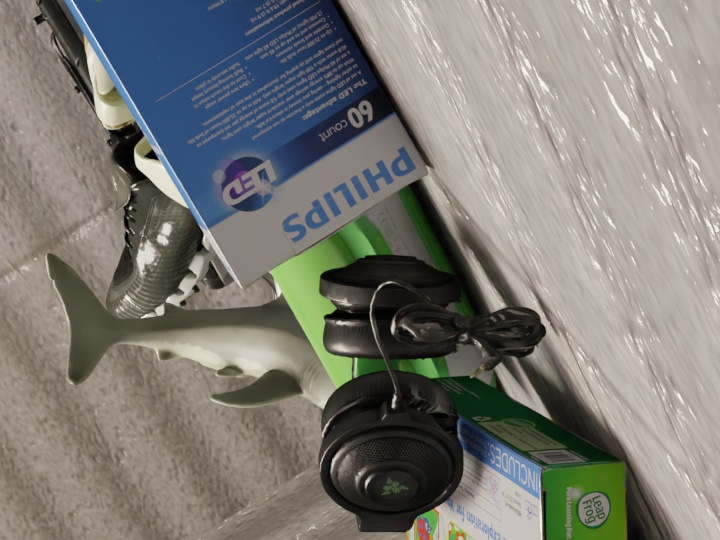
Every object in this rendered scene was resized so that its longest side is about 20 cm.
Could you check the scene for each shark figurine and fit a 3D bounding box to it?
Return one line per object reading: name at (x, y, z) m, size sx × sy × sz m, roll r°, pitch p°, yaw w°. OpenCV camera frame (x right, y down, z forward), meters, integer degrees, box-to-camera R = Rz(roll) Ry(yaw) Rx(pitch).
shark figurine at (-0.065, 0.027, 1.355) m, size 0.128 × 0.213 × 0.090 m, roll -31°, pitch -47°, yaw -69°

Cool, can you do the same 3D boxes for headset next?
headset at (0.027, 0.049, 1.074) m, size 0.200 × 0.093 × 0.124 m, roll 99°, pitch 171°, yaw -73°

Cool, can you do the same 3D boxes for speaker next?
speaker at (0.000, 0.000, 1.195) m, size 0.201 × 0.088 × 0.089 m, roll 62°, pitch 175°, yaw -35°

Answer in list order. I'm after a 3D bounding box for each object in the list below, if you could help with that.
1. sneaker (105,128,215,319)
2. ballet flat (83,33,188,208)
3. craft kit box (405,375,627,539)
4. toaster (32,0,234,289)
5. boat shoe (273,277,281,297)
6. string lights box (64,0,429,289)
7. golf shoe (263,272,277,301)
sneaker at (-0.117, -0.043, 1.409) m, size 0.090 × 0.200 × 0.067 m, roll 21°, pitch -137°, yaw -24°
ballet flat at (-0.105, -0.087, 1.257) m, size 0.200 × 0.063 × 0.069 m, roll 44°, pitch 153°, yaw 30°
craft kit box at (0.069, 0.164, 1.104) m, size 0.200 × 0.048 × 0.199 m, roll -151°, pitch 61°, yaw -71°
toaster at (-0.113, -0.104, 1.572) m, size 0.200 × 0.118 × 0.181 m, roll 56°, pitch 176°, yaw 43°
boat shoe at (-0.029, -0.031, 1.471) m, size 0.201 × 0.071 × 0.068 m, roll 61°, pitch -148°, yaw -13°
string lights box at (-0.064, -0.105, 1.064) m, size 0.201 × 0.102 × 0.059 m, roll 60°, pitch 175°, yaw -12°
golf shoe at (-0.024, 0.043, 1.775) m, size 0.201 × 0.092 × 0.073 m, roll 59°, pitch 175°, yaw -22°
